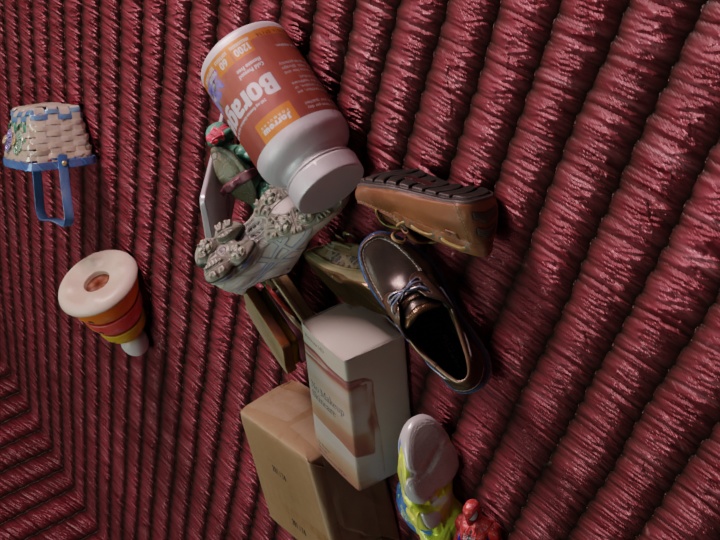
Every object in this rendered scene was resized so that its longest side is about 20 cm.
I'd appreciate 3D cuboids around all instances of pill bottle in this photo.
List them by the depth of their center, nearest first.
[{"bbox_3d":[-0.082,-0.165,1.563,0.201,0.112,0.112,56,153,20],"label":"pill bottle"}]

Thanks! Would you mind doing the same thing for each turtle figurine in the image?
[{"bbox_3d":[-0.125,-0.120,1.709,0.201,0.100,0.150,58,165,-4],"label":"turtle figurine"}]

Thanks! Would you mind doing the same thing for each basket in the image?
[{"bbox_3d":[-0.520,-0.178,2.383,0.176,0.138,0.202,10,110,60],"label":"basket"}]

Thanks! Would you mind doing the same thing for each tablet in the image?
[{"bbox_3d":[-0.173,-0.098,1.779,0.201,0.014,0.131,-84,-8,-49],"label":"tablet"}]

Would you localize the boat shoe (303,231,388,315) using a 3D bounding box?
[{"bbox_3d":[0.000,0.000,1.618,0.073,0.063,0.200,49,167,-29],"label":"boat shoe"}]

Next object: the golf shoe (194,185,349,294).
[{"bbox_3d":[-0.091,-0.042,1.648,0.097,0.199,0.079,46,-162,-54],"label":"golf shoe"}]

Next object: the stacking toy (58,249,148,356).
[{"bbox_3d":[-0.414,0.077,2.448,0.146,0.146,0.201,37,160,46],"label":"stacking toy"}]

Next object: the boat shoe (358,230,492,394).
[{"bbox_3d":[0.065,0.037,1.472,0.200,0.072,0.072,50,-173,13],"label":"boat shoe"}]

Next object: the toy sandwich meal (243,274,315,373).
[{"bbox_3d":[-0.109,0.046,1.784,0.206,0.070,0.205,54,176,6],"label":"toy sandwich meal"}]

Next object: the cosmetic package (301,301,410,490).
[{"bbox_3d":[-0.002,0.147,1.701,0.103,0.087,0.201,38,143,47],"label":"cosmetic package"}]

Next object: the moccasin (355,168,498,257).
[{"bbox_3d":[0.064,-0.056,1.424,0.201,0.073,0.078,17,117,47],"label":"moccasin"}]

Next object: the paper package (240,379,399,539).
[{"bbox_3d":[-0.055,0.272,1.896,0.200,0.103,0.192,23,133,55],"label":"paper package"}]

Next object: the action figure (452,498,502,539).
[{"bbox_3d":[0.135,0.344,1.638,0.065,0.052,0.201,15,125,34],"label":"action figure"}]

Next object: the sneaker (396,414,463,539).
[{"bbox_3d":[0.066,0.247,1.668,0.105,0.075,0.201,25,134,55],"label":"sneaker"}]
